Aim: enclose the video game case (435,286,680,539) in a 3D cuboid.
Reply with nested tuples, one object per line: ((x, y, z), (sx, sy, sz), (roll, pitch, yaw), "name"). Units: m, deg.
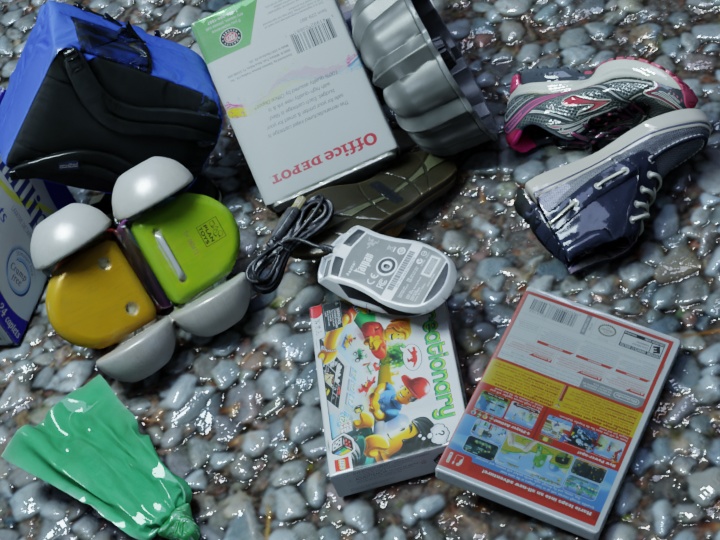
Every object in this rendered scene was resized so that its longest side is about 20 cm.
((0.166, 0.114, 1.329), (0.142, 0.018, 0.201), (20, 57, 17), "video game case")

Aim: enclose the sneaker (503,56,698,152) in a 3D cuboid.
((0.231, -0.152, 1.538), (0.199, 0.081, 0.075), (-2, 63, 39), "sneaker")

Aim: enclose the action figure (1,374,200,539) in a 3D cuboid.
((-0.212, 0.185, 1.420), (0.200, 0.055, 0.118), (33, 65, 33), "action figure")

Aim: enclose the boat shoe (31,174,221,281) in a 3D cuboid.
((-0.239, -0.049, 1.643), (0.200, 0.063, 0.074), (-24, 42, -6), "boat shoe")

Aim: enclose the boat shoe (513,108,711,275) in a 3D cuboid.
((0.248, -0.068, 1.464), (0.199, 0.075, 0.093), (-27, 61, -3), "boat shoe")

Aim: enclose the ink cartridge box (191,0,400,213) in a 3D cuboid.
((-0.062, -0.176, 1.597), (0.144, 0.088, 0.201), (-23, 85, 2), "ink cartridge box")

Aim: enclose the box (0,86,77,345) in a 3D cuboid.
((-0.397, -0.054, 1.626), (0.104, 0.184, 0.201), (-3, 48, 21), "box")

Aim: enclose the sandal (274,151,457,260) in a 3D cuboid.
((0.009, -0.055, 1.557), (0.199, 0.055, 0.082), (-30, 49, -27), "sandal")

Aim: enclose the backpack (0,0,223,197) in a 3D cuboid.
((-0.241, -0.174, 1.589), (0.163, 0.199, 0.168), (-55, 34, 32), "backpack")

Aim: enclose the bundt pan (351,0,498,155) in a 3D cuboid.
((0.056, -0.199, 1.572), (0.075, 0.202, 0.203), (-29, 43, 11), "bundt pan")

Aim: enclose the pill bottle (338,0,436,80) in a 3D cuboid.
((-0.018, -0.246, 1.699), (0.199, 0.111, 0.111), (-24, 44, -1), "pill bottle")

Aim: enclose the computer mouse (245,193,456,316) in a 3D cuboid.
((0.000, 0.000, 1.455), (0.199, 0.044, 0.110), (21, 65, 29), "computer mouse")

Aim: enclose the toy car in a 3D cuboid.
((-0.211, -0.003, 1.543), (0.199, 0.176, 0.150), (-31, 8, -7), "toy car")

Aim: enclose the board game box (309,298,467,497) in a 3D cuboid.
((0.026, 0.098, 1.414), (0.125, 0.035, 0.201), (-16, 45, 7), "board game box")
